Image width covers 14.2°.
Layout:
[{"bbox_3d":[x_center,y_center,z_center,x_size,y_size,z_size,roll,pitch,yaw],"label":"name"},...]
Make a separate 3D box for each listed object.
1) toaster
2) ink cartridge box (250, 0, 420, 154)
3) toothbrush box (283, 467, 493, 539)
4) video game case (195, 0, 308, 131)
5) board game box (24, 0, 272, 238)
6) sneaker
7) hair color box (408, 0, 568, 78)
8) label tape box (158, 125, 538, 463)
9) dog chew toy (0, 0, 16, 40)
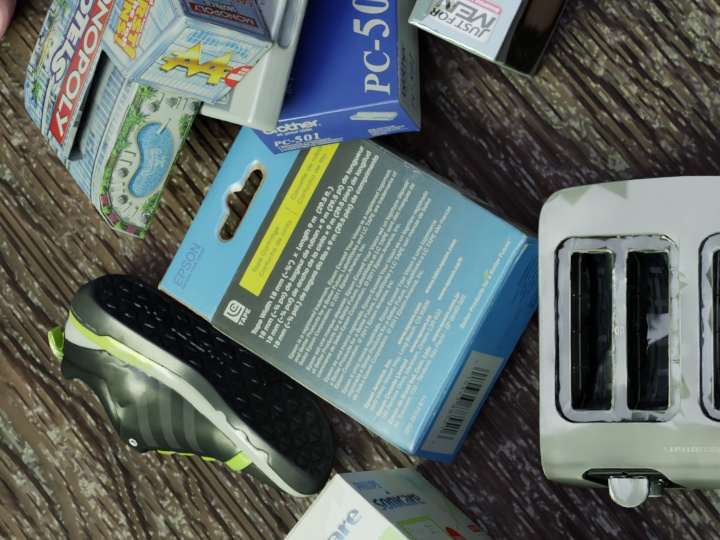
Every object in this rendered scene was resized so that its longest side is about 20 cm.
[{"bbox_3d":[0.197,0.030,1.607,0.180,0.119,0.201,0,87,17],"label":"toaster"},{"bbox_3d":[-0.016,-0.173,1.693,0.094,0.044,0.201,-9,66,17],"label":"ink cartridge box"},{"bbox_3d":[0.056,0.208,1.631,0.200,0.146,0.086,40,100,16],"label":"toothbrush box"},{"bbox_3d":[-0.080,-0.182,1.694,0.200,0.023,0.183,18,94,60],"label":"video game case"},{"bbox_3d":[-0.129,-0.133,1.676,0.201,0.061,0.200,-66,32,18],"label":"board game box"},{"bbox_3d":[-0.102,0.082,1.743,0.200,0.072,0.083,37,123,17],"label":"sneaker"},{"bbox_3d":[0.105,-0.217,1.658,0.060,0.099,0.201,27,96,16],"label":"hair color box"},{"bbox_3d":[0.000,0.000,1.698,0.200,0.063,0.145,32,98,27],"label":"label tape box"},{"bbox_3d":[-0.303,-0.205,1.787,0.200,0.124,0.125,45,101,23],"label":"dog chew toy"}]
